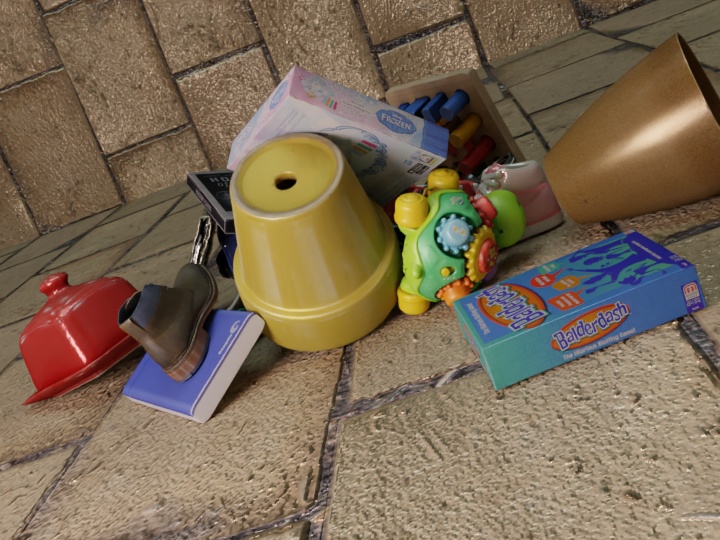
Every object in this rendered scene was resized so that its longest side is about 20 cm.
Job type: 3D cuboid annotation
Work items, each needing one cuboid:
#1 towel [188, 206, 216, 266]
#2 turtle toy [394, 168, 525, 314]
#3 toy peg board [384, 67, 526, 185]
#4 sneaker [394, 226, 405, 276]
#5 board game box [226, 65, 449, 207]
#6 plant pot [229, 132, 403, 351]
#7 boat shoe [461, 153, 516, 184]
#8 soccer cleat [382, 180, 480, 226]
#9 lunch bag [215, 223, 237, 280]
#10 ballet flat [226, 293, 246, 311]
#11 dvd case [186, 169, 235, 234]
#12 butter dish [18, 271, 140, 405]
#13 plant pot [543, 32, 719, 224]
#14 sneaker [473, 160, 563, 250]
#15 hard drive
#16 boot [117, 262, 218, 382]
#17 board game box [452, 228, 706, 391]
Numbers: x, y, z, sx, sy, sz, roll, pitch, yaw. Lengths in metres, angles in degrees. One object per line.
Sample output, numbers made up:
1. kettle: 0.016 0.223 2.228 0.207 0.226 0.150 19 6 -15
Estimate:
1. towel: -0.229 0.003 1.339 0.034 0.195 0.200 15 9 -8
2. turtle toy: 0.117 -0.037 1.081 0.100 0.147 0.200 15 34 30
3. toy peg board: 0.131 -0.194 1.489 0.199 0.200 0.098 -1 40 52
4. sneaker: 0.000 0.000 1.215 0.199 0.077 0.091 -26 10 -24
5. board game box: -0.031 -0.142 1.106 0.197 0.044 0.200 17 -24 -23
6. plant pot: -0.062 -0.043 1.066 0.198 0.190 0.202 -8 50 9
7. boat shoe: 0.154 -0.104 1.363 0.199 0.068 0.072 -30 19 -22
8. soccer cleat: 0.101 -0.084 1.266 0.198 0.070 0.085 -1 -1 -32
9. lunch bag: -0.144 -0.030 1.385 0.131 0.137 0.200 -21 16 1
10. ballet flat: -0.153 0.061 1.236 0.069 0.070 0.200 -10 23 38
11. dvd case: -0.141 -0.099 1.285 0.149 0.025 0.200 -6 26 -23
12. butter dish: -0.393 0.071 1.316 0.199 0.149 0.199 -25 11 41
13. plant pot: 0.320 -0.141 1.091 0.199 0.187 0.186 -28 11 27
14. sneaker: 0.152 -0.075 1.193 0.198 0.106 0.075 -24 17 -4
15. hard drive: -0.201 0.105 1.111 0.199 0.025 0.133 0 55 55
16. boot: -0.225 0.032 1.103 0.075 0.097 0.201 -38 30 18
17. board game box: 0.195 0.031 0.881 0.198 0.045 0.152 -23 15 1
